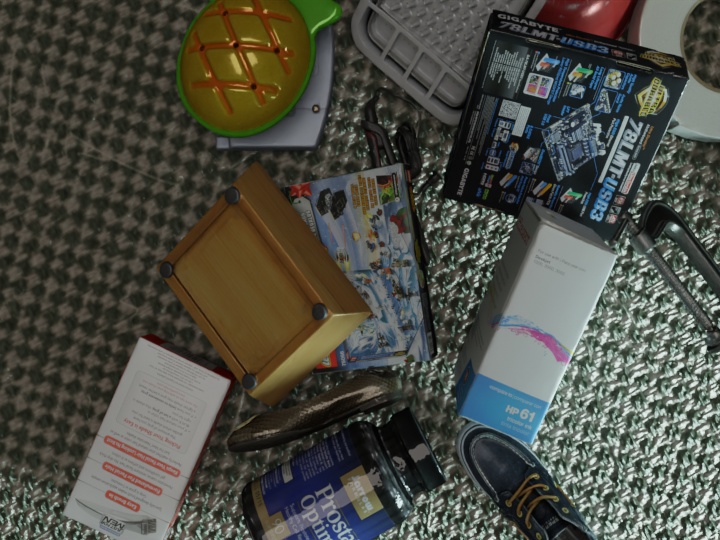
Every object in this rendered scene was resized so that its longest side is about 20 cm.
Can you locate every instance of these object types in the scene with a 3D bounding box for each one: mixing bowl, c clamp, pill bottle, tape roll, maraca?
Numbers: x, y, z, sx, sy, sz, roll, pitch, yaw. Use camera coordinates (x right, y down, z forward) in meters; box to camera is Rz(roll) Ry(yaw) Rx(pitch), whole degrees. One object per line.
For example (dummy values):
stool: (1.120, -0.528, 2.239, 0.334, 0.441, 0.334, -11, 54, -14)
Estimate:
mixing bowl: (0.208, -0.320, 0.930, 0.195, 0.108, 0.205, 0, 90, 2)
c clamp: (0.329, 0.009, 0.912, 0.200, 0.171, 0.027, 48, 129, -6)
pill bottle: (-0.015, 0.227, 0.923, 0.197, 0.112, 0.113, -29, 89, 1)
tape roll: (0.384, -0.241, 0.953, 0.198, 0.037, 0.208, 0, 91, -5)
maraca: (-0.104, -0.230, 0.898, 0.136, 0.107, 0.202, 33, 89, 1)

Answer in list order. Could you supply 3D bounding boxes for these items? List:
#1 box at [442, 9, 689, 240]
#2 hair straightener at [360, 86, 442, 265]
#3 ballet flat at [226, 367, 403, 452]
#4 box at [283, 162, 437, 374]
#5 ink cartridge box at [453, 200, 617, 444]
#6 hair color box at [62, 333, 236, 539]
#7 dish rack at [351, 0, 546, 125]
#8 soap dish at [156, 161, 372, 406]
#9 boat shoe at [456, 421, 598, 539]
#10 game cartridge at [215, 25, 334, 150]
box: (0.199, -0.140, 0.900, 0.194, 0.050, 0.203, 13, 131, 0)
hair straightener: (0.050, -0.103, 0.968, 0.075, 0.041, 0.205, -12, 85, 0)
ballet flat: (-0.051, 0.147, 0.951, 0.196, 0.067, 0.047, -19, 75, -2)
box: (0.000, 0.000, 0.939, 0.134, 0.040, 0.205, -8, 91, 20)
ink cartridge box: (0.168, 0.045, 0.886, 0.083, 0.145, 0.204, 20, 103, 0)
hair color box: (-0.222, 0.184, 0.951, 0.109, 0.064, 0.203, 24, 88, 0)
dish rack: (0.093, -0.271, 0.913, 0.171, 0.043, 0.201, 42, 133, 9)
soap dish: (-0.106, 0.016, 0.914, 0.157, 0.081, 0.201, -42, 80, 19)
boat shoe: (0.182, 0.240, 0.930, 0.071, 0.091, 0.200, -44, 89, 0)
game cartridge: (-0.093, -0.232, 0.968, 0.130, 0.040, 0.205, 1, 90, 4)
